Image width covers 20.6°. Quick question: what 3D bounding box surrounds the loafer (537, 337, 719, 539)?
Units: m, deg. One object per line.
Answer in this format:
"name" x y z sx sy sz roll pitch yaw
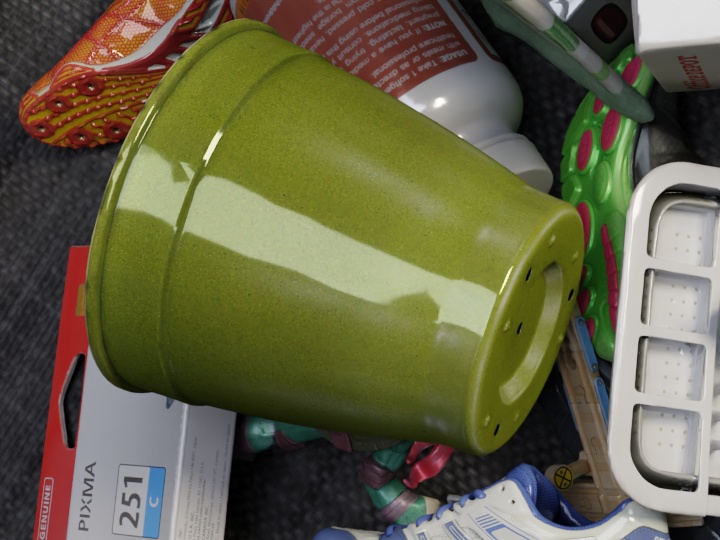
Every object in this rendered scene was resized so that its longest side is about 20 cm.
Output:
"loafer" 0.171 0.099 1.055 0.200 0.063 0.072 47 142 26

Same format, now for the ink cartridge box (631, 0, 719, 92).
"ink cartridge box" 0.229 -0.168 0.929 0.200 0.147 0.145 -3 87 13

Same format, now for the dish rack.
"dish rack" 0.213 0.043 1.001 0.200 0.044 0.172 8 81 -16

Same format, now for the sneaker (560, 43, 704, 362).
"sneaker" 0.159 -0.037 1.078 0.077 0.084 0.200 -32 48 56

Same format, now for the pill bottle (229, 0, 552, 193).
"pill bottle" 0.019 -0.106 1.119 0.112 0.112 0.200 -38 68 12

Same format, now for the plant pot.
"plant pot" 0.000 0.000 0.983 0.193 0.200 0.200 21 89 20

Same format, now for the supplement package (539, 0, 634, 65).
"supplement package" 0.134 -0.244 1.094 0.156 0.111 0.200 42 98 19

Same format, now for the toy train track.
"toy train track" 0.114 0.086 1.036 0.115 0.033 0.200 -8 101 56

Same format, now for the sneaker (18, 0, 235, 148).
"sneaker" -0.127 -0.146 1.223 0.200 0.073 0.077 -34 45 12

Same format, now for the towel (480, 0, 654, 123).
"towel" 0.053 -0.155 1.026 0.023 0.200 0.153 -50 41 6

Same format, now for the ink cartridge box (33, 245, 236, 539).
"ink cartridge box" -0.143 0.076 1.158 0.176 0.045 0.200 -2 79 44

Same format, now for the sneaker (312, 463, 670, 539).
"sneaker" 0.067 0.140 1.022 0.200 0.075 0.088 5 91 22

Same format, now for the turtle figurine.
"turtle figurine" 0.011 0.068 1.102 0.200 0.101 0.150 5 71 33
